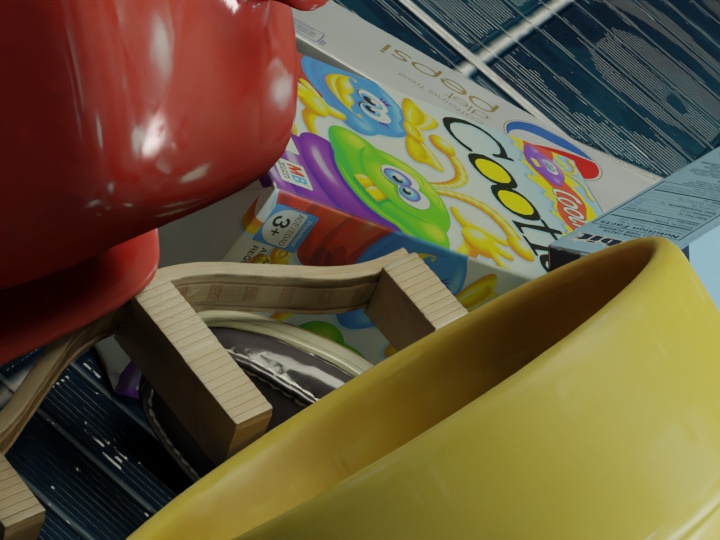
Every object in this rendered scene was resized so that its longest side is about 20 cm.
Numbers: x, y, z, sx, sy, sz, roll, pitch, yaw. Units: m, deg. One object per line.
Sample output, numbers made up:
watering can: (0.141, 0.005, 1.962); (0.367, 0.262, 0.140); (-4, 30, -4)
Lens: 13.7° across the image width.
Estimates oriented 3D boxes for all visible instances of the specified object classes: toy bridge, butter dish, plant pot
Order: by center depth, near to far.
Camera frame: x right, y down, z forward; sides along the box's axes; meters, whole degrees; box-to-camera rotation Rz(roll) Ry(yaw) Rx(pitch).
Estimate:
butter dish: (-0.076, -0.083, 0.874); (0.200, 0.148, 0.200); (-27, 103, -66)
plant pot: (0.052, 0.119, 0.889); (0.189, 0.201, 0.201); (60, 23, -5)
toy bridge: (-0.056, 0.031, 0.980); (0.200, 0.027, 0.067); (-24, 62, -35)

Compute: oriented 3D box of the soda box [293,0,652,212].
soda box: (0.038, -0.037, 1.249); (0.200, 0.068, 0.064); (30, 23, 6)

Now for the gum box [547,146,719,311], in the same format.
gum box: (0.137, 0.045, 1.124); (0.044, 0.170, 0.200); (12, 23, 32)

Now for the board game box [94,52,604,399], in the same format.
board game box: (0.000, 0.000, 1.122); (0.200, 0.105, 0.103); (18, 31, -38)

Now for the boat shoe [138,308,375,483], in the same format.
boat shoe: (0.006, 0.090, 1.013); (0.200, 0.072, 0.065); (41, 23, -3)
